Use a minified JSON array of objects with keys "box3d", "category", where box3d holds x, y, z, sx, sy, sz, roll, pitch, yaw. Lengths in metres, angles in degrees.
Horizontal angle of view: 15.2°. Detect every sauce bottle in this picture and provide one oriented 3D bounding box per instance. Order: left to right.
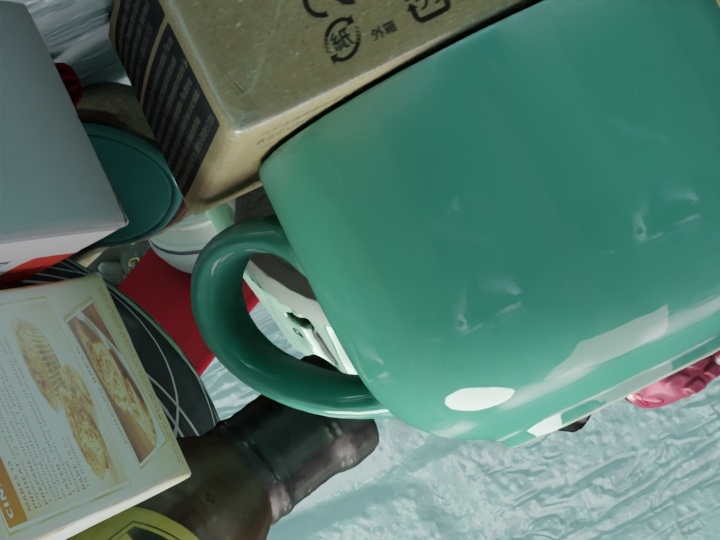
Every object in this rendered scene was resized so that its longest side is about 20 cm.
[{"box3d":[-0.081,0.098,0.883,0.200,0.065,0.065,-38,180,-20],"category":"sauce bottle"}]

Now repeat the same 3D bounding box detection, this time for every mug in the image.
[{"box3d":[0.052,-0.009,0.855,0.152,0.115,0.185,-25,176,-34],"category":"mug"}]

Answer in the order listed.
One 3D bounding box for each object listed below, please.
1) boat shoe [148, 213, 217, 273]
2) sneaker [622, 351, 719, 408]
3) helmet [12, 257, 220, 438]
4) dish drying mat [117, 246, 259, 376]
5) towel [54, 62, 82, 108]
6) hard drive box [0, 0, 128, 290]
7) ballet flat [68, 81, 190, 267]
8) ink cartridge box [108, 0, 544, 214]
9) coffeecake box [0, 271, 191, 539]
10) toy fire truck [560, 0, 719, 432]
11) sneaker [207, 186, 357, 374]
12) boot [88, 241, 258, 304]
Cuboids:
[{"box3d":[-0.021,-0.071,1.136,0.200,0.074,0.065,-35,144,18],"category":"boat shoe"},{"box3d":[0.076,-0.020,0.995,0.075,0.200,0.081,-38,132,16],"category":"sneaker"},{"box3d":[-0.149,0.077,0.985,0.191,0.200,0.200,-40,178,-5],"category":"helmet"},{"box3d":[-0.061,-0.006,1.192,0.077,0.018,0.200,14,-123,45],"category":"dish drying mat"},{"box3d":[-0.183,0.003,0.890,0.200,0.023,0.145,-27,-159,14],"category":"towel"},{"box3d":[-0.173,-0.008,0.717,0.156,0.077,0.200,-27,177,15],"category":"hard drive box"},{"box3d":[-0.105,-0.040,1.034,0.062,0.067,0.200,-56,-164,-29],"category":"ballet flat"},{"box3d":[0.024,-0.101,0.855,0.200,0.075,0.165,-27,178,-11],"category":"ink cartridge box"},{"box3d":[-0.153,0.069,0.749,0.153,0.073,0.200,-26,177,13],"category":"coffeecake box"},{"box3d":[0.088,-0.048,1.223,0.128,0.176,0.200,12,120,-18],"category":"toy fire truck"},{"box3d":[0.000,0.000,1.026,0.074,0.118,0.200,-35,-152,-5],"category":"sneaker"},{"box3d":[-0.090,0.004,1.303,0.200,0.069,0.174,-38,-169,12],"category":"boot"}]
